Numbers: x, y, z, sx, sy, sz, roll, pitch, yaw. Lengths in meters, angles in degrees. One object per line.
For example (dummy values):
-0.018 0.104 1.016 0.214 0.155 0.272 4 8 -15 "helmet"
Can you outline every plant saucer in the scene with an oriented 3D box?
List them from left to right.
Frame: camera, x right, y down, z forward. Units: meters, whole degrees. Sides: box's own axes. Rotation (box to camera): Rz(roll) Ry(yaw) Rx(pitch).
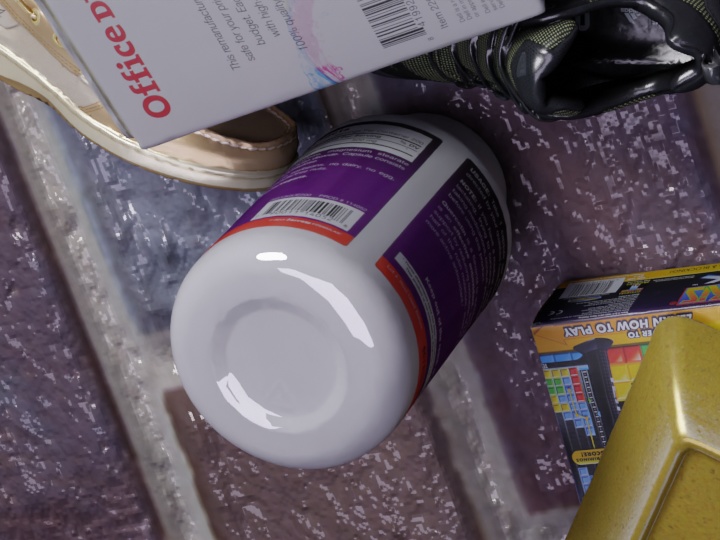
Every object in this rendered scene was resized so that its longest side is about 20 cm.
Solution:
0.191 0.147 1.270 0.200 0.048 0.200 25 121 9 "plant saucer"

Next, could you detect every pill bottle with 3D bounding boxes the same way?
0.000 0.000 1.252 0.112 0.200 0.113 9 117 19 "pill bottle"

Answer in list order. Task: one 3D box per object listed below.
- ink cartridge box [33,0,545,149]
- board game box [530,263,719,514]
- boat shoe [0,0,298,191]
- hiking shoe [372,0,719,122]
-0.039 -0.154 1.190 0.200 0.088 0.145 -19 129 14 "ink cartridge box"
0.197 0.078 1.294 0.200 0.057 0.165 -8 110 25 "board game box"
-0.113 -0.105 1.320 0.200 0.074 0.069 28 121 15 "boat shoe"
0.075 -0.109 1.228 0.200 0.101 0.076 -1 113 23 "hiking shoe"
